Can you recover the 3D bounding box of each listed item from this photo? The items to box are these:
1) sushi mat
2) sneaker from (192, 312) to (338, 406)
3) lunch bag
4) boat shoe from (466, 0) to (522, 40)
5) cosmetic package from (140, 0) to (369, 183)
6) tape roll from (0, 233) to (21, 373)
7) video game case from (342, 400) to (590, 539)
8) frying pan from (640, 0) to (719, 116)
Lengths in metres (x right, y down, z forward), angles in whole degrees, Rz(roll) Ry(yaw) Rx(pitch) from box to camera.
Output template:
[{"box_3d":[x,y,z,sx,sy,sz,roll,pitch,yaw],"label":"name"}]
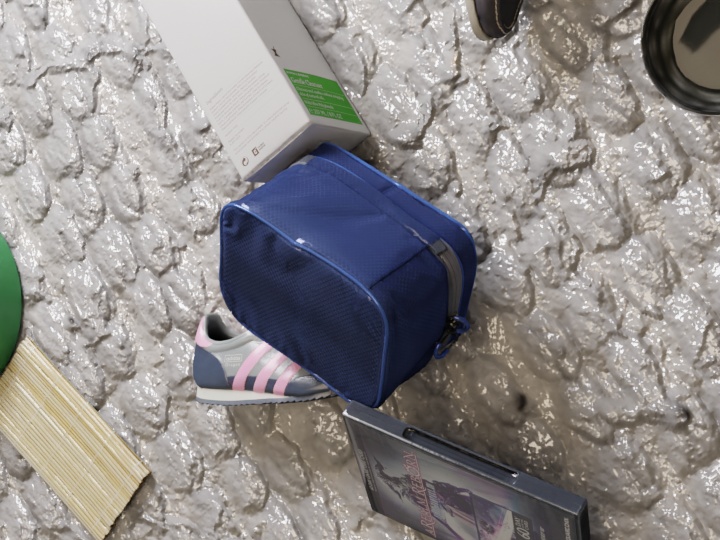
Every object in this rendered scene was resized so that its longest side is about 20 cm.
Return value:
[{"box_3d":[-0.288,0.162,1.268,0.200,0.012,0.096,42,110,22],"label":"sushi mat"},{"box_3d":[-0.061,0.069,1.108,0.198,0.070,0.083,-6,91,27],"label":"sneaker"},{"box_3d":[0.000,0.000,1.029,0.199,0.132,0.137,34,141,22],"label":"lunch bag"},{"box_3d":[0.128,-0.273,0.991,0.062,0.072,0.202,13,92,29],"label":"boat shoe"},{"box_3d":[-0.092,-0.175,1.102,0.085,0.107,0.201,-36,75,24],"label":"cosmetic package"},{"box_3d":[-0.431,0.033,1.326,0.199,0.048,0.203,1,91,29],"label":"tape roll"},{"box_3d":[0.084,0.180,1.005,0.199,0.143,0.019,19,56,27],"label":"video game case"},{"box_3d":[0.286,-0.193,0.934,0.190,0.031,0.115,-43,71,19],"label":"frying pan"}]
